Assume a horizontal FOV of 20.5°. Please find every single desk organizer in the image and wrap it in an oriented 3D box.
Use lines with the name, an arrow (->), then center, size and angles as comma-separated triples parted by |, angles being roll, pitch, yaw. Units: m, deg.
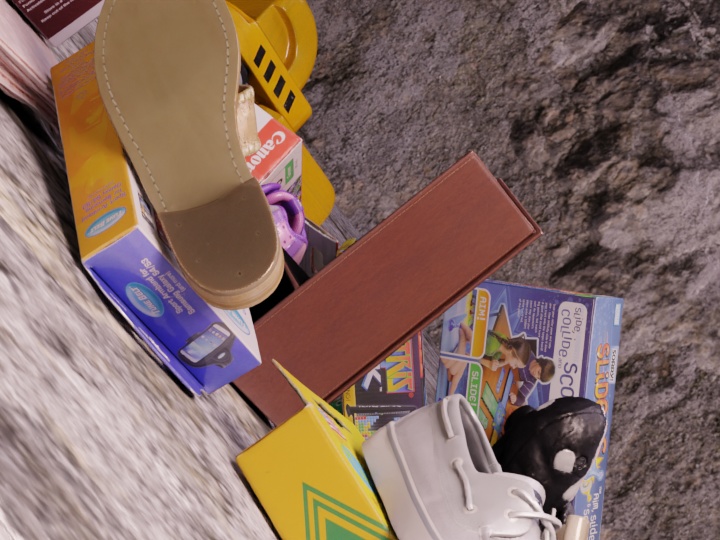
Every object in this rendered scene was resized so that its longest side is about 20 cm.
desk organizer -> 0.000, 0.000, 1.187 | 0.077, 0.200, 0.072 | 48, 6, -34

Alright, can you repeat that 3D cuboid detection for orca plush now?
orca plush -> 0.080, 0.142, 1.345 | 0.071, 0.200, 0.106 | 14, 62, -31

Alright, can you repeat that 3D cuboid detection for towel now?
towel -> -0.237, -0.174, 1.124 | 0.200, 0.032, 0.191 | 55, 3, 25

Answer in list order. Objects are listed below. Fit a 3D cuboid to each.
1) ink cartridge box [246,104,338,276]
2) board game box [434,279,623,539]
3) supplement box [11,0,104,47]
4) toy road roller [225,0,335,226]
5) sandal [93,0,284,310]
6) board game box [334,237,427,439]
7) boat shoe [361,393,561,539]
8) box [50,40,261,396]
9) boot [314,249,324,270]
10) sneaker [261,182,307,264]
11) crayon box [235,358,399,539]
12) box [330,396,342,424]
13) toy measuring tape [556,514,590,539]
ink cartridge box -> -0.081, -0.071, 1.394 | 0.200, 0.050, 0.109 | 37, -20, 13
board game box -> 0.112, 0.110, 1.401 | 0.135, 0.201, 0.034 | 9, 4, 42
supplement box -> -0.220, -0.229, 1.137 | 0.109, 0.061, 0.200 | 57, 5, 35
toy road roller -> -0.085, -0.131, 1.550 | 0.123, 0.146, 0.200 | 8, -41, 50
sandal -> -0.086, -0.062, 1.038 | 0.070, 0.077, 0.213 | 79, -6, -61
board game box -> 0.017, 0.063, 1.346 | 0.200, 0.056, 0.166 | -71, 159, -86
boat shoe -> 0.060, 0.125, 0.962 | 0.072, 0.068, 0.200 | 52, 4, -25
box -> -0.109, -0.025, 1.066 | 0.119, 0.041, 0.200 | 51, 12, -39
boot -> -0.015, 0.041, 1.690 | 0.204, 0.073, 0.154 | 53, 1, 5
sneaker -> -0.076, -0.021, 1.307 | 0.081, 0.088, 0.200 | 50, 1, -14
crayon box -> 0.009, 0.150, 1.015 | 0.200, 0.051, 0.127 | 56, 5, 29
box -> 0.049, 0.161, 1.552 | 0.200, 0.048, 0.117 | 54, 3, -19
toy measuring tape -> 0.058, 0.157, 1.155 | 0.074, 0.074, 0.200 | 53, -26, -4
